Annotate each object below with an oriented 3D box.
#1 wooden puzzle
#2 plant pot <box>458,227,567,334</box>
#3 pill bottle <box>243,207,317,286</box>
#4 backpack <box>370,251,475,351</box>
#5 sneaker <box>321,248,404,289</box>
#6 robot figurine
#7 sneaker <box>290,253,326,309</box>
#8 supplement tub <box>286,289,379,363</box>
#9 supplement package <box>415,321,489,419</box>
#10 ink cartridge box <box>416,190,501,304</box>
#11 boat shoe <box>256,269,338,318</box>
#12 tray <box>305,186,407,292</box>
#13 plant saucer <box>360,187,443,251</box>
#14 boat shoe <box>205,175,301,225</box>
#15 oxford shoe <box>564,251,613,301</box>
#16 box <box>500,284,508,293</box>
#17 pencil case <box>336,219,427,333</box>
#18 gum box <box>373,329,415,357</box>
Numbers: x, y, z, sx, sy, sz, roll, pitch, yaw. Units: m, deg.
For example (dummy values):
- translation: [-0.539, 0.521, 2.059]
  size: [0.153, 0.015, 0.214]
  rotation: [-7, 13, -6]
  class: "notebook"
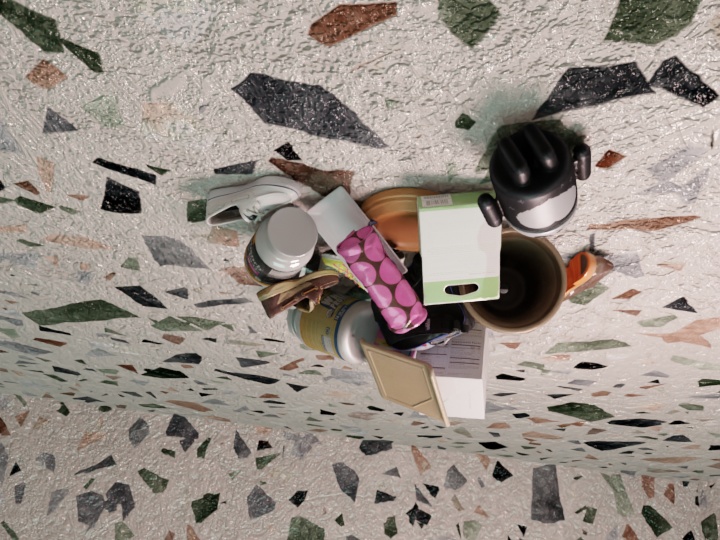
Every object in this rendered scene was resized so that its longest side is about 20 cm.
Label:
- translation: [0.096, 0.229, 1.433]
  size: [0.199, 0.037, 0.186]
  rotation: [19, 142, 39]
  class: "wooden puzzle"
- translation: [0.287, 0.030, 1.339]
  size: [0.198, 0.202, 0.175]
  rotation: [3, 172, 6]
  class: "plant pot"
- translation: [-0.153, -0.044, 1.311]
  size: [0.115, 0.117, 0.200]
  rotation: [13, 161, -15]
  class: "pill bottle"
- translation: [0.126, 0.075, 1.417]
  size: [0.190, 0.201, 0.154]
  rotation: [-26, 158, 20]
  class: "backpack"
- translation: [0.000, 0.000, 1.366]
  size: [0.199, 0.091, 0.078]
  rotation: [12, -153, 40]
  class: "sneaker"
- translation: [0.266, -0.131, 1.040]
  size: [0.149, 0.126, 0.200]
  rotation: [9, 158, 26]
  class: "robot figurine"
- translation: [-0.161, 0.011, 1.516]
  size: [0.111, 0.074, 0.200]
  rotation: [19, 142, -18]
  class: "sneaker"
- translation: [-0.061, 0.124, 1.591]
  size: [0.199, 0.146, 0.144]
  rotation: [14, 165, 40]
  class: "supplement tub"
- translation: [0.209, 0.203, 1.537]
  size: [0.149, 0.201, 0.152]
  rotation: [1, 136, 14]
  class: "supplement package"
- translation: [0.177, -0.039, 1.218]
  size: [0.144, 0.048, 0.201]
  rotation: [-5, 123, 2]
  class: "ink cartridge box"
- translation: [-0.115, 0.051, 1.366]
  size: [0.072, 0.072, 0.199]
  rotation: [-28, 172, 42]
  class: "boat shoe"
- translation: [-0.006, -0.058, 1.271]
  size: [0.107, 0.022, 0.200]
  rotation: [-31, 104, 35]
  class: "tray"
- translation: [0.095, -0.087, 1.281]
  size: [0.198, 0.038, 0.200]
  rotation: [4, 155, 2]
  class: "plant saucer"
- translation: [-0.196, -0.118, 1.244]
  size: [0.199, 0.066, 0.074]
  rotation: [-10, 151, 30]
  class: "boat shoe"
- translation: [0.443, 0.029, 1.417]
  size: [0.072, 0.072, 0.200]
  rotation: [8, 155, -17]
  class: "oxford shoe"
- translation: [0.269, 0.063, 1.556]
  size: [0.159, 0.045, 0.200]
  rotation: [4, 155, 8]
  class: "box"
- translation: [0.040, 0.015, 1.230]
  size: [0.201, 0.090, 0.094]
  rotation: [58, 170, -16]
  class: "pencil case"
- translation: [0.083, 0.183, 1.591]
  size: [0.066, 0.114, 0.200]
  rotation: [17, 165, 17]
  class: "gum box"
